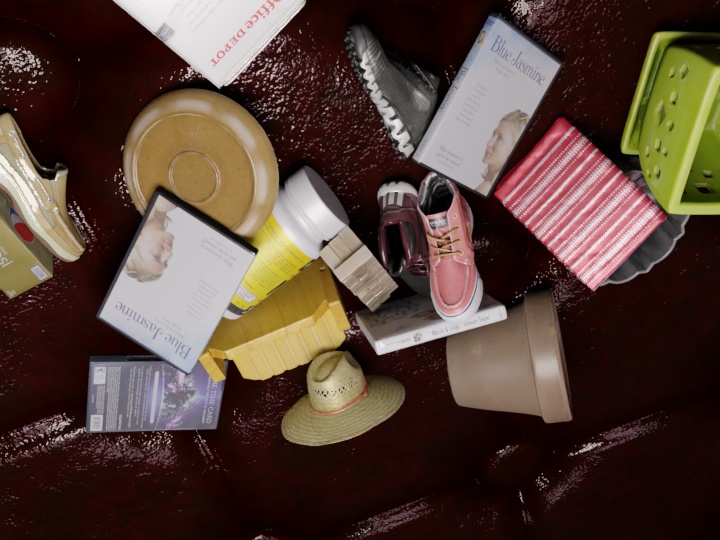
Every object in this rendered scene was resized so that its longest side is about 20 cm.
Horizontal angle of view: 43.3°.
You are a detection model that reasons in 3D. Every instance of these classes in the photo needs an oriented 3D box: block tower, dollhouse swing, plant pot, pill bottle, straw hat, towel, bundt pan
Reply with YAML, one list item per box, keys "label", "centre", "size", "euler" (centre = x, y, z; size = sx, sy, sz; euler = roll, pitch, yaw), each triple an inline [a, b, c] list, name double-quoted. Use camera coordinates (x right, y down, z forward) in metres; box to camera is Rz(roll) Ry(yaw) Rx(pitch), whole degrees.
- label: "block tower"
  centre: [0.000, 0.000, 1.217]
  size: [0.054, 0.058, 0.200]
  euler: [-41, 163, 0]
- label: "dollhouse swing"
  centre: [-0.107, 0.109, 1.270]
  size: [0.198, 0.182, 0.177]
  euler: [-21, 120, -1]
- label: "plant pot"
  centre: [0.464, -0.203, 1.180]
  size: [0.196, 0.182, 0.202]
  euler: [-3, 123, -16]
- label: "plant pot"
  centre: [-0.196, -0.114, 1.084]
  size: [0.197, 0.028, 0.203]
  euler: [4, 112, 11]
- label: "plant pot"
  centre: [0.225, 0.138, 1.393]
  size: [0.172, 0.202, 0.202]
  euler: [-8, 132, 13]
- label: "pill bottle"
  centre: [-0.120, -0.038, 1.172]
  size: [0.199, 0.115, 0.114]
  euler: [-36, 129, 13]
- label: "straw hat"
  centre: [-0.035, 0.166, 1.333]
  size: [0.198, 0.201, 0.086]
  euler: [-17, 109, -4]
- label: "towel"
  centre: [0.294, -0.092, 1.234]
  size: [0.145, 0.200, 0.022]
  euler: [-48, 167, 21]
- label: "bundt pan"
  centre: [0.372, -0.080, 1.322]
  size: [0.199, 0.076, 0.204]
  euler: [-9, 128, -11]

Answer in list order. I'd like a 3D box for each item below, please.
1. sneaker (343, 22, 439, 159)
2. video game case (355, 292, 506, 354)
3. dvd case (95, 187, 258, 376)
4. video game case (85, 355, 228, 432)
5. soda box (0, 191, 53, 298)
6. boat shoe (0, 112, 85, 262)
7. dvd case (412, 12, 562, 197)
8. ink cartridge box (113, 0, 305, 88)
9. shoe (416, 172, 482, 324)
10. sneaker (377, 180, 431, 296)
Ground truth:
- label: "sneaker"
  centre: [0.048, -0.232, 1.110]
  size: [0.090, 0.067, 0.201]
  euler: [-29, 134, 3]
- label: "video game case"
  centre: [0.092, 0.063, 1.276]
  size: [0.180, 0.200, 0.024]
  euler: [-15, 101, -6]
- label: "dvd case"
  centre: [-0.229, 0.017, 1.119]
  size: [0.142, 0.018, 0.201]
  euler: [31, 114, -2]
- label: "video game case"
  centre: [-0.304, 0.184, 1.351]
  size: [0.197, 0.019, 0.144]
  euler: [1, 127, -20]
- label: "soda box"
  centre: [-0.449, -0.064, 1.076]
  size: [0.063, 0.068, 0.201]
  euler: [-26, 131, 4]
- label: "boat shoe"
  centre: [-0.378, -0.097, 1.077]
  size: [0.076, 0.072, 0.201]
  euler: [-34, 130, -5]
- label: "dvd case"
  centre: [0.163, -0.202, 1.141]
  size: [0.142, 0.018, 0.202]
  euler: [19, 104, -41]
- label: "ink cartridge box"
  centre: [-0.174, -0.315, 0.957]
  size: [0.145, 0.085, 0.199]
  euler: [-41, 126, 16]
- label: "shoe"
  centre: [0.112, -0.034, 1.195]
  size: [0.071, 0.202, 0.091]
  euler: [-14, 141, 22]
- label: "sneaker"
  centre: [0.061, -0.013, 1.241]
  size: [0.075, 0.116, 0.201]
  euler: [-10, 129, 20]
